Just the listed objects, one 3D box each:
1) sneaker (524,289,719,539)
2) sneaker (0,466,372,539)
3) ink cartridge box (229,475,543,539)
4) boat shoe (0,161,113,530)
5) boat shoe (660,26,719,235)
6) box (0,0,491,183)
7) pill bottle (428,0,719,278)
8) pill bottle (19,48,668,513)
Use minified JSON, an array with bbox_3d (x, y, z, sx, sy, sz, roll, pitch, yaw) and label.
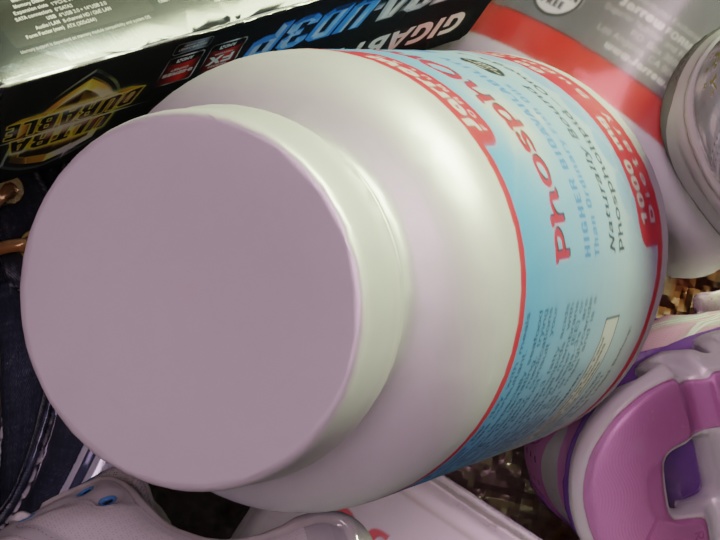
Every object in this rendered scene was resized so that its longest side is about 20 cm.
[{"bbox_3d":[0.130,0.034,0.821,0.199,0.088,0.081,-17,102,-24],"label":"sneaker"},{"bbox_3d":[-0.084,0.091,0.680,0.199,0.075,0.087,0,56,14],"label":"sneaker"},{"bbox_3d":[-0.006,0.162,0.791,0.145,0.085,0.200,33,83,6],"label":"ink cartridge box"},{"bbox_3d":[-0.089,-0.018,0.744,0.090,0.071,0.201,21,69,-21],"label":"boat shoe"},{"bbox_3d":[0.164,0.010,0.743,0.074,0.065,0.202,-42,95,-11],"label":"boat shoe"},{"bbox_3d":[-0.071,-0.112,0.714,0.199,0.046,0.159,-22,67,-44],"label":"box"},{"bbox_3d":[0.111,-0.108,0.829,0.116,0.116,0.200,33,80,6],"label":"pill bottle"},{"bbox_3d":[0.000,0.000,0.677,0.108,0.200,0.110,2,94,21],"label":"pill bottle"}]
